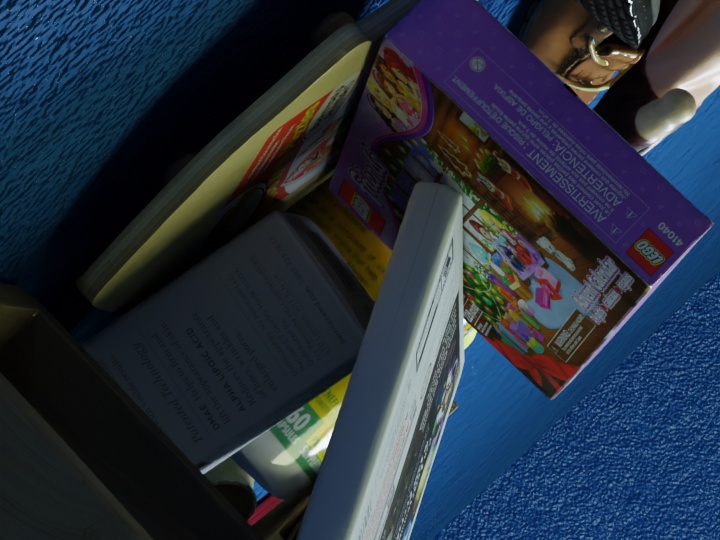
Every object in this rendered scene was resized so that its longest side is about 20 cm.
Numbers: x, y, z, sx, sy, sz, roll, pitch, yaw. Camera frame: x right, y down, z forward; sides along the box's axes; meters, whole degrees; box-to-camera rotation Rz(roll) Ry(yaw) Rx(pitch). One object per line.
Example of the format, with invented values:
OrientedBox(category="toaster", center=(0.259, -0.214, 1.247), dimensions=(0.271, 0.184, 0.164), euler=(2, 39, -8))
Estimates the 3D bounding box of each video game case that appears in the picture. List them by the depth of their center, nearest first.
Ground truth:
OrientedBox(category="video game case", center=(0.004, 0.089, 1.088), dimensions=(0.182, 0.023, 0.200), euler=(84, 23, -66))

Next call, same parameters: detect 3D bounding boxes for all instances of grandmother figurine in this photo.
OrientedBox(category="grandmother figurine", center=(0.146, -0.092, 1.278), dimensions=(0.200, 0.061, 0.121), euler=(-44, 175, 26))

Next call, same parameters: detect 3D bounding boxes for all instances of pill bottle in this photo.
OrientedBox(category="pill bottle", center=(0.000, 0.000, 1.240), dimensions=(0.200, 0.113, 0.113), euler=(-43, 170, -8))

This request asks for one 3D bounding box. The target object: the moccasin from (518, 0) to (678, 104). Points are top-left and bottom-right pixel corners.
OrientedBox(category="moccasin", center=(0.135, -0.130, 1.354), dimensions=(0.074, 0.078, 0.201), euler=(-41, 170, -31))

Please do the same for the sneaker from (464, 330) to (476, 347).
OrientedBox(category="sneaker", center=(-0.005, 0.047, 1.385), dimensions=(0.105, 0.076, 0.200), euler=(-55, -172, -12))

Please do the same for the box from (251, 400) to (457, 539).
OrientedBox(category="box", center=(-0.055, 0.141, 1.286), dimensions=(0.200, 0.021, 0.163), euler=(-41, 180, 36))

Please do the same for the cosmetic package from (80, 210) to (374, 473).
OrientedBox(category="cosmetic package", center=(-0.089, 0.059, 1.122), dimensions=(0.200, 0.074, 0.102), euler=(-36, 176, 5))

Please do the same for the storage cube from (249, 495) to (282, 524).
OrientedBox(category="storage cube", center=(-0.081, 0.305, 1.984), dimensions=(0.200, 0.180, 0.171), euler=(-37, 168, -43))

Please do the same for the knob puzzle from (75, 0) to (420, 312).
OrientedBox(category="knob puzzle", center=(-0.042, -0.052, 1.081), dimensions=(0.220, 0.030, 0.220), euler=(-41, 174, -5))

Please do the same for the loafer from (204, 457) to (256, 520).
OrientedBox(category="loafer", center=(-0.129, 0.150, 1.330), dimensions=(0.200, 0.068, 0.076), euler=(-25, 149, -25))

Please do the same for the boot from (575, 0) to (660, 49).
OrientedBox(category="boot", center=(0.133, -0.170, 1.104), dimensions=(0.132, 0.070, 0.200), euler=(-48, 175, -4))

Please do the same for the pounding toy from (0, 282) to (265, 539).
OrientedBox(category="pounding toy", center=(-0.128, 0.120, 0.948), dimensions=(0.142, 0.200, 0.184), euler=(-45, 170, 6))

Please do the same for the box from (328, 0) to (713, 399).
OrientedBox(category="box", center=(0.057, -0.027, 1.082), dimensions=(0.039, 0.137, 0.200), euler=(-44, 174, -15))
